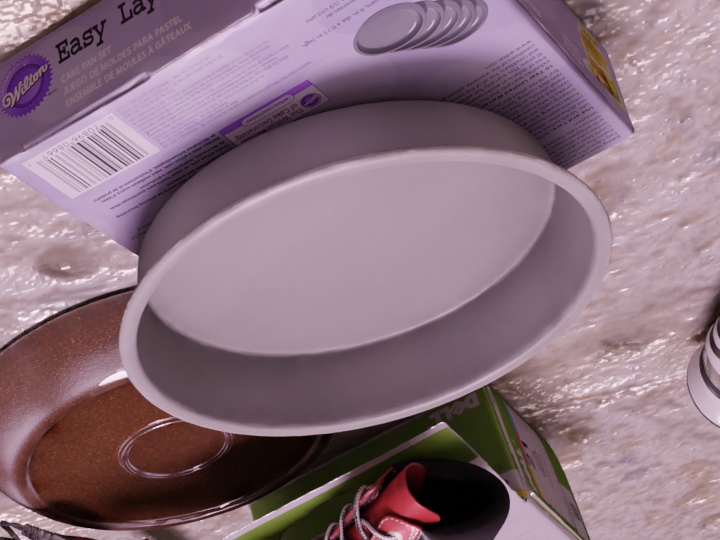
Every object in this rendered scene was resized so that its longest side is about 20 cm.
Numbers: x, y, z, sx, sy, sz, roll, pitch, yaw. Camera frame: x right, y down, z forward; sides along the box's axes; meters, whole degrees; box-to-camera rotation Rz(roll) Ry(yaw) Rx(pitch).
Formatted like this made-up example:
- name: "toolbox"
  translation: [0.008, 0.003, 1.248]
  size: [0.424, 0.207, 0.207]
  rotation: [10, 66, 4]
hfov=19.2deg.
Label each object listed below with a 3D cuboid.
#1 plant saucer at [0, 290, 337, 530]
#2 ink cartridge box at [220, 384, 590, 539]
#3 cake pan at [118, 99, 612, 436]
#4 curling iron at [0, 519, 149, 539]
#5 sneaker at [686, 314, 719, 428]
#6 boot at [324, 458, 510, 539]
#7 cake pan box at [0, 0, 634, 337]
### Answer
- name: "plant saucer"
  translation: [-0.090, 0.073, 1.011]
  size: [0.198, 0.032, 0.201]
  rotation: [-12, 147, -8]
- name: "ink cartridge box"
  translation: [0.012, 0.116, 1.071]
  size: [0.147, 0.076, 0.200]
  rotation: [-28, 146, 12]
- name: "cake pan"
  translation: [0.000, 0.000, 0.839]
  size: [0.198, 0.037, 0.201]
  rotation: [-11, 149, -7]
- name: "curling iron"
  translation: [-0.123, 0.148, 1.093]
  size: [0.049, 0.026, 0.200]
  rotation: [9, 173, 27]
- name: "sneaker"
  translation: [0.270, 0.027, 1.056]
  size: [0.199, 0.076, 0.116]
  rotation: [-6, 149, -11]
- name: "boot"
  translation: [-0.030, 0.146, 0.967]
  size: [0.198, 0.073, 0.145]
  rotation: [-14, 144, -22]
- name: "cake pan box"
  translation: [-0.018, -0.061, 0.819]
  size: [0.199, 0.053, 0.184]
  rotation: [-29, 144, 20]
